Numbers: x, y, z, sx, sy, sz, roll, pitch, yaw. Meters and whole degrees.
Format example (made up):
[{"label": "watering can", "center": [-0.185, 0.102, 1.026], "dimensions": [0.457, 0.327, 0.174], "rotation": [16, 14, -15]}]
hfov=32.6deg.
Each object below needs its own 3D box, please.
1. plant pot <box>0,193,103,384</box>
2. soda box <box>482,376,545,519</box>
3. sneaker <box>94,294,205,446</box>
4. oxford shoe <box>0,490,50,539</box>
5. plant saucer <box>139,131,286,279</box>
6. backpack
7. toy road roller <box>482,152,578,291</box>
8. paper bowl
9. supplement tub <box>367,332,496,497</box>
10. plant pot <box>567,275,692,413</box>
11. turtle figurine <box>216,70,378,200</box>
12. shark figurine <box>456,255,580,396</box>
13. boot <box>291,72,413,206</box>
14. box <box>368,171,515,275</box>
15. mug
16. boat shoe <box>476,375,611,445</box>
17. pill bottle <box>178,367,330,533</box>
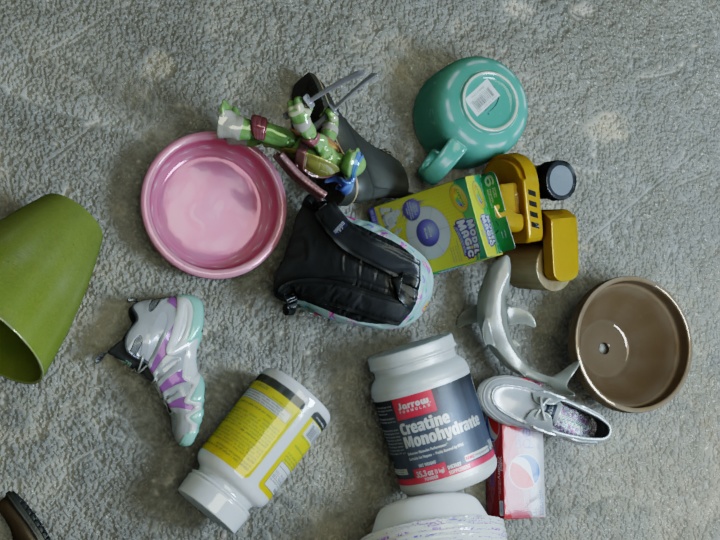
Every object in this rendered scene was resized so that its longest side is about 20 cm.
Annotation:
[{"label": "plant pot", "center": [-0.416, 0.006, 1.534], "dimensions": [0.187, 0.187, 0.200], "rotation": [39, 58, -11]}, {"label": "soda box", "center": [0.221, 0.254, 1.769], "dimensions": [0.070, 0.063, 0.201], "rotation": [1, 84, -19]}, {"label": "sneaker", "center": [-0.278, 0.131, 1.611], "dimensions": [0.139, 0.078, 0.201], "rotation": [2, 74, -17]}, {"label": "oxford shoe", "center": [-0.416, 0.374, 1.531], "dimensions": [0.084, 0.073, 0.201], "rotation": [-21, 91, -18]}, {"label": "plant saucer", "center": [-0.202, -0.087, 1.671], "dimensions": [0.200, 0.051, 0.201], "rotation": [2, 84, -19]}, {"label": "backpack", "center": [0.000, 0.000, 1.662], "dimensions": [0.199, 0.127, 0.167], "rotation": [20, 99, 15]}, {"label": "toy road roller", "center": [0.218, -0.066, 1.750], "dimensions": [0.146, 0.123, 0.201], "rotation": [-9, 96, -31]}, {"label": "paper bowl", "center": [0.096, 0.361, 1.642], "dimensions": [0.200, 0.201, 0.105], "rotation": [0, 67, -19]}, {"label": "supplement tub", "center": [0.096, 0.199, 1.691], "dimensions": [0.140, 0.140, 0.201], "rotation": [-17, 90, -20]}, {"label": "plant pot", "center": [0.382, 0.112, 1.823], "dimensions": [0.200, 0.093, 0.202], "rotation": [3, 82, -22]}, {"label": "turtle figurine", "center": [-0.079, -0.205, 1.607], "dimensions": [0.193, 0.144, 0.201], "rotation": [10, 122, 6]}, {"label": "shark figurine", "center": [0.206, 0.103, 1.733], "dimensions": [0.128, 0.089, 0.215], "rotation": [-33, 86, 23]}, {"label": "boot", "center": [-0.013, -0.182, 1.749], "dimensions": [0.138, 0.077, 0.201], "rotation": [-4, 71, -41]}, {"label": "box", "center": [0.113, -0.058, 1.701], "dimensions": [0.048, 0.200, 0.118], "rotation": [-14, 87, -55]}, {"label": "mug", "center": [0.165, -0.216, 1.777], "dimensions": [0.151, 0.114, 0.186], "rotation": [3, 82, -19]}, {"label": "boat shoe", "center": [0.259, 0.199, 1.718], "dimensions": [0.200, 0.068, 0.072], "rotation": [27, 75, -15]}, {"label": "pill bottle", "center": [-0.141, 0.238, 1.620], "dimensions": [0.114, 0.114, 0.200], "rotation": [42, 72, -10]}]
